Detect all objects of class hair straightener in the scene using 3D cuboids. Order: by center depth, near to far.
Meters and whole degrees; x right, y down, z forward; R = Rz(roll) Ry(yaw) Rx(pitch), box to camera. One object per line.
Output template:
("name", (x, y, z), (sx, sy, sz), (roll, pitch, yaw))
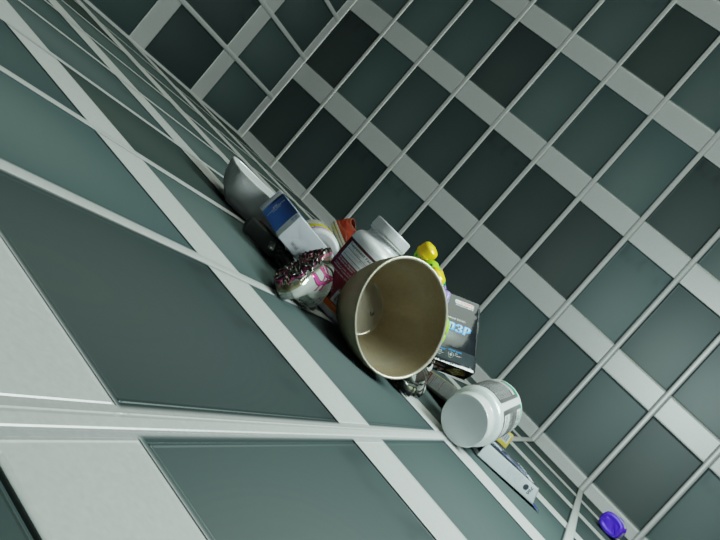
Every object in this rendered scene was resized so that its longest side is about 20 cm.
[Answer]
("hair straightener", (-0.151, -0.023, 1.262), (0.201, 0.041, 0.077), (51, 6, 20))

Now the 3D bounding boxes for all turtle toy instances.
("turtle toy", (0.116, 0.054, 1.335), (0.101, 0.144, 0.203), (40, 25, -34))

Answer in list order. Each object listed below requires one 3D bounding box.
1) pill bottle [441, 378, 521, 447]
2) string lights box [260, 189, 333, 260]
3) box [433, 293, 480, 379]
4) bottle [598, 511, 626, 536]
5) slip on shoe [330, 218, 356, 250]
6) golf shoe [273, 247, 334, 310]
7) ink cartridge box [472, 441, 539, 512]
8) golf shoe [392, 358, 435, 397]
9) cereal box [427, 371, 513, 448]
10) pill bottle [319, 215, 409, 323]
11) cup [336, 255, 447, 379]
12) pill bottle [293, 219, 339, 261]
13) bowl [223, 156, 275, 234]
("pill bottle", (0.233, 0.274, 1.339), (0.113, 0.114, 0.198), (44, 17, 23))
("string lights box", (-0.126, -0.075, 1.327), (0.103, 0.059, 0.200), (50, 0, -27))
("box", (0.151, 0.117, 1.441), (0.195, 0.163, 0.046), (21, -32, -15))
("bottle", (0.846, 0.851, 2.323), (0.084, 0.065, 0.200), (46, 4, 31))
("slip on shoe", (-0.009, -0.044, 1.512), (0.075, 0.060, 0.202), (70, -3, -47))
("golf shoe", (-0.082, 0.023, 1.145), (0.200, 0.070, 0.095), (-38, 119, -70))
("ink cartridge box", (0.303, 0.407, 1.444), (0.200, 0.039, 0.100), (44, 3, -15))
("golf shoe", (0.111, 0.187, 1.332), (0.078, 0.095, 0.200), (42, 2, 10))
("cereal box", (0.239, 0.310, 1.568), (0.144, 0.040, 0.199), (43, -8, -31))
("pill bottle", (0.000, 0.000, 1.329), (0.113, 0.201, 0.113), (42, 3, -3))
("cup", (0.034, 0.072, 1.210), (0.200, 0.203, 0.142), (41, -18, -30))
("pill bottle", (-0.104, -0.056, 1.568), (0.104, 0.105, 0.200), (42, 4, -13))
("bowl", (-0.221, -0.144, 1.497), (0.199, 0.075, 0.200), (42, 4, -20))
